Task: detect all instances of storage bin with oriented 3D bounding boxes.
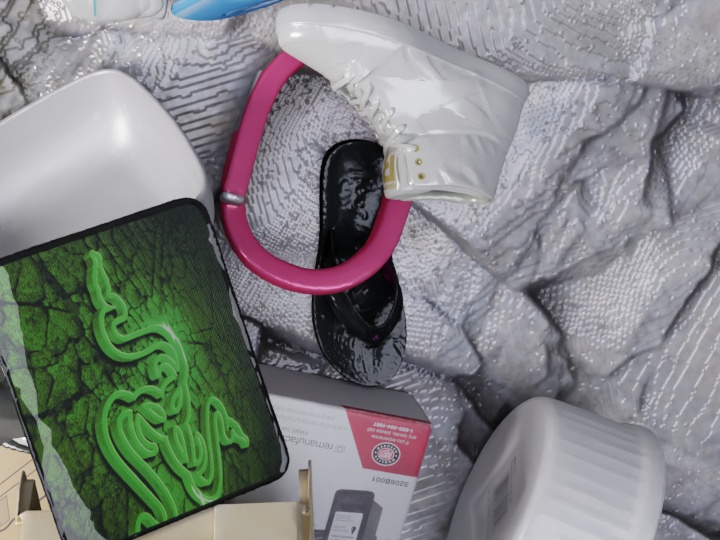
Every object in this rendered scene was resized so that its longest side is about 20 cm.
[{"bbox_3d":[-0.132,0.221,1.149,0.200,0.094,0.199,-1,137,-2],"label":"storage bin"}]

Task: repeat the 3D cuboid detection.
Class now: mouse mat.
[{"bbox_3d":[-0.145,0.068,1.055,0.161,0.008,0.200,-21,98,-19],"label":"mouse mat"}]

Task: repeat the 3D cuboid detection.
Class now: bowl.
[{"bbox_3d":[-0.205,-0.034,1.149,0.200,0.200,0.075,-34,137,-7],"label":"bowl"}]

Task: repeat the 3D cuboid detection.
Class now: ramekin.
[{"bbox_3d":[0.146,0.198,1.289,0.098,0.200,0.201,25,97,-10],"label":"ramekin"}]

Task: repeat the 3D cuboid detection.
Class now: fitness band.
[{"bbox_3d":[-0.026,-0.081,1.228,0.143,0.037,0.200,18,81,-11],"label":"fitness band"}]

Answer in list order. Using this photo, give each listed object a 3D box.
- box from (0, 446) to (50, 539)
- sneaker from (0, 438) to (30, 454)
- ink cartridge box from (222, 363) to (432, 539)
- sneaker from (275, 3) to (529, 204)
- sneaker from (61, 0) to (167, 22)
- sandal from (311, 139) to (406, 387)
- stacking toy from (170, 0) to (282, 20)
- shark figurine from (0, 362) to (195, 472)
[{"bbox_3d":[-0.261,0.138,1.213,0.200,0.021,0.164,-7,90,3],"label":"box"},{"bbox_3d":[-0.243,0.080,1.165,0.200,0.074,0.089,17,90,3],"label":"sneaker"},{"bbox_3d":[-0.042,0.189,1.294,0.145,0.083,0.200,12,102,-16],"label":"ink cartridge box"},{"bbox_3d":[0.022,-0.114,1.190,0.200,0.074,0.116,19,76,-15],"label":"sneaker"},{"bbox_3d":[-0.187,-0.270,1.146,0.080,0.070,0.201,-10,107,-8],"label":"sneaker"},{"bbox_3d":[-0.001,0.000,1.274,0.075,0.048,0.201,-8,105,-12],"label":"sandal"},{"bbox_3d":[-0.099,-0.284,1.156,0.116,0.110,0.200,-21,98,-24],"label":"stacking toy"},{"bbox_3d":[-0.225,0.105,1.088,0.214,0.128,0.090,13,66,-21],"label":"shark figurine"}]
